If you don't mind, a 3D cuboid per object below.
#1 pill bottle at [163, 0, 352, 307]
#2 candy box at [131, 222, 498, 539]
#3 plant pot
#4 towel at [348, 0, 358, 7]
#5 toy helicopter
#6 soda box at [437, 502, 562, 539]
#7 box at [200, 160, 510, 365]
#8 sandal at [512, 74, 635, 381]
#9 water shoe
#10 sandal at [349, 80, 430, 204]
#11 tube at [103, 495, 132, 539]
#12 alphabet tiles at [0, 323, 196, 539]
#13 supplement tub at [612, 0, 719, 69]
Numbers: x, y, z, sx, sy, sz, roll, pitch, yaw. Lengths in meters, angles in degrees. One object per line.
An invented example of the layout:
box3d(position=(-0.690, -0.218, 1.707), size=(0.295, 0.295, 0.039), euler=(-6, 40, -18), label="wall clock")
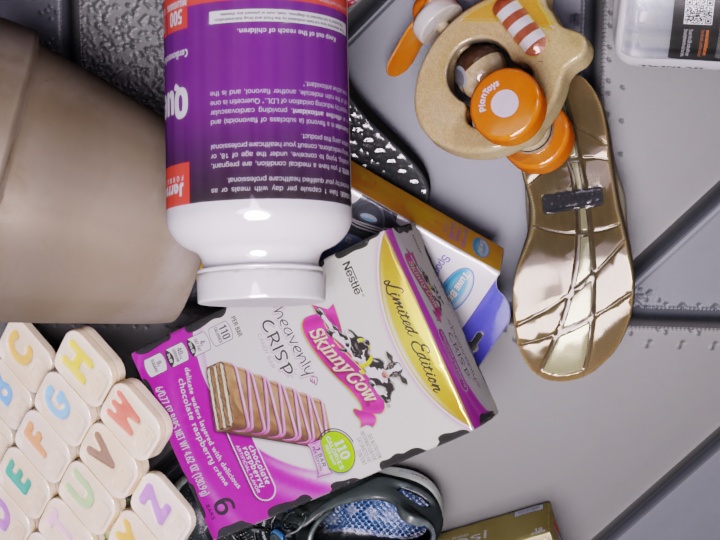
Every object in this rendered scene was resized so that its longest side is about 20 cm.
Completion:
box3d(position=(-0.061, -0.081, 1.004), size=(0.112, 0.112, 0.201), euler=(-2, 85, 6), label="pill bottle")
box3d(position=(-0.031, 0.072, 1.075), size=(0.199, 0.061, 0.137), euler=(-26, 87, 21), label="candy box")
box3d(position=(-0.188, -0.046, 1.082), size=(0.172, 0.200, 0.201), euler=(15, 104, -15), label="plant pot")
box3d(position=(0.015, -0.275, 1.050), size=(0.200, 0.022, 0.145), euler=(-40, 82, 10), label="towel")
box3d(position=(0.093, -0.168, 1.073), size=(0.132, 0.079, 0.201), euler=(22, 87, 27), label="toy helicopter")
box3d(position=(0.047, 0.227, 1.163), size=(0.199, 0.064, 0.068), euler=(-18, 100, 10), label="soda box")
box3d(position=(0.000, 0.000, 1.114), size=(0.199, 0.042, 0.119), euler=(29, 119, -8), label="box")
box3d(position=(0.139, -0.029, 1.109), size=(0.080, 0.054, 0.201), euler=(-4, 87, 13), label="sandal")
box3d(position=(-0.043, 0.166, 1.152), size=(0.199, 0.079, 0.072), euler=(-4, 101, 7), label="water shoe")
box3d(position=(-0.029, -0.110, 1.114), size=(0.075, 0.048, 0.201), euler=(-32, 110, 16), label="sandal")
box3d(position=(-0.179, 0.250, 1.201), size=(0.052, 0.058, 0.201), euler=(-7, 107, -27), label="tube")
box3d(position=(-0.197, 0.135, 1.142), size=(0.196, 0.015, 0.200), euler=(46, 127, 18), label="alphabet tiles")
box3d(position=(0.256, -0.182, 1.025), size=(0.199, 0.123, 0.123), euler=(4, 102, 6), label="supplement tub")
